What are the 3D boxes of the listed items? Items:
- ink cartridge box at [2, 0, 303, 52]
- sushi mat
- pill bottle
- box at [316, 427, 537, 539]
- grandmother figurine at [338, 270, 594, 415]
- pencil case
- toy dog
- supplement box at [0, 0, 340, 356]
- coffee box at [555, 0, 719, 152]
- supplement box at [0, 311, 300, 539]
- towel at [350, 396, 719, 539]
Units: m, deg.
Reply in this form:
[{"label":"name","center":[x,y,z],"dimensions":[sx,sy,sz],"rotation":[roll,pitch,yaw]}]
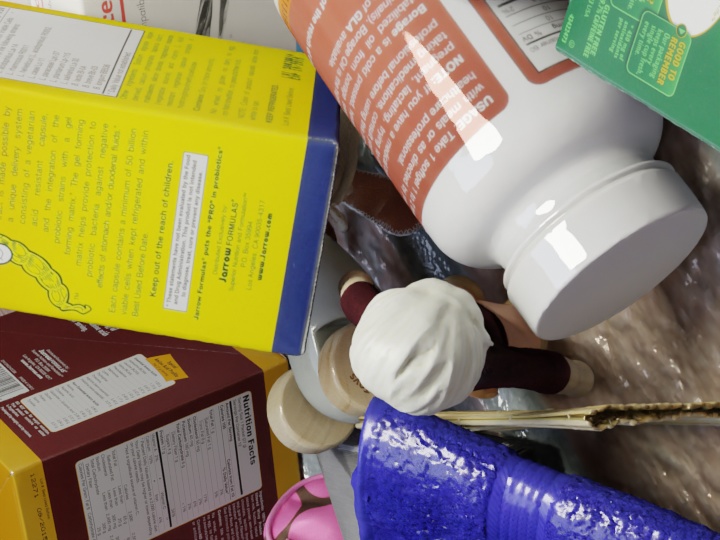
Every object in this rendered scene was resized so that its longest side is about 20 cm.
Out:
[{"label":"ink cartridge box","center":[-0.105,-0.153,0.814],"dimensions":[0.068,0.199,0.117],"rotation":[30,133,49]},{"label":"sushi mat","center":[0.084,0.068,0.741],"dimensions":[0.200,0.095,0.012],"rotation":[-11,78,61]},{"label":"pill bottle","center":[0.055,-0.075,0.683],"dimensions":[0.200,0.112,0.112],"rotation":[57,149,22]},{"label":"box","center":[0.058,0.183,0.889],"dimensions":[0.158,0.048,0.201],"rotation":[6,116,58]},{"label":"grandmother figurine","center":[0.042,0.033,0.703],"dimensions":[0.121,0.200,0.061],"rotation":[10,93,15]},{"label":"pencil case","center":[-0.035,0.219,1.038],"dimensions":[0.091,0.093,0.201],"rotation":[49,144,33]},{"label":"toy dog","center":[0.000,0.000,0.874],"dimensions":[0.132,0.096,0.201],"rotation":[9,100,61]},{"label":"supplement box","center":[-0.113,-0.046,0.740],"dimensions":[0.109,0.199,0.110],"rotation":[-86,7,-63]},{"label":"coffee box","center":[0.159,-0.090,0.543],"dimensions":[0.200,0.044,0.124],"rotation":[40,125,42]},{"label":"supplement box","center":[-0.175,0.114,1.099],"dimensions":[0.197,0.199,0.133],"rotation":[30,132,49]},{"label":"towel","center":[0.088,0.142,0.722],"dimensions":[0.199,0.050,0.148],"rotation":[20,147,23]}]
